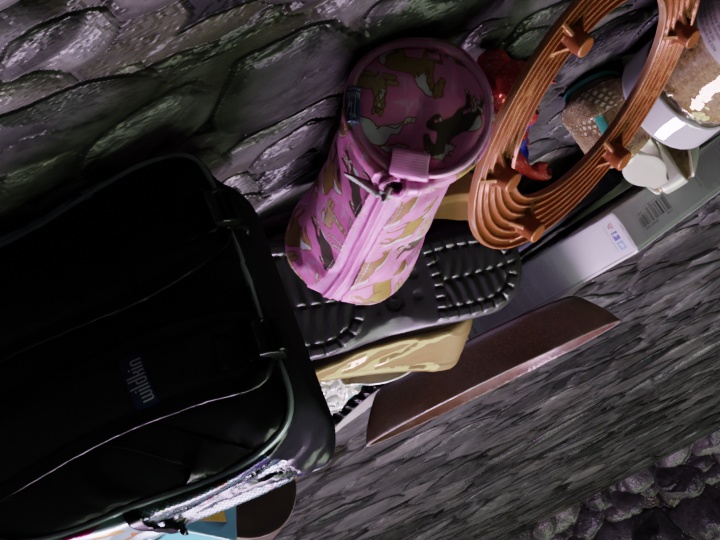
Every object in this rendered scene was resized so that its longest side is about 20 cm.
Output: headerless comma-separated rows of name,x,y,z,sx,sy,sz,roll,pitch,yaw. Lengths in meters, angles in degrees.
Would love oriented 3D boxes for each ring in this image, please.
ring,0.129,-0.093,1.213,0.200,0.019,0.201,-42,155,-25

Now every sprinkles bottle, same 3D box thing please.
sprinkles bottle,0.235,-0.148,1.278,0.068,0.069,0.200,-14,161,-41

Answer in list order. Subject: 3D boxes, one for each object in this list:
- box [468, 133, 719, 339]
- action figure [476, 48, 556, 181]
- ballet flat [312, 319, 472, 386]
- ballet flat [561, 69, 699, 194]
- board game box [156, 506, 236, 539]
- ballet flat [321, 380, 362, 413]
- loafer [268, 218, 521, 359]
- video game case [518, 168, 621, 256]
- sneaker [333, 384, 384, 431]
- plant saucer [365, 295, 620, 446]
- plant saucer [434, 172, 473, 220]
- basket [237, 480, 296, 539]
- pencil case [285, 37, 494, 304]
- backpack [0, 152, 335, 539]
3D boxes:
box,0.169,-0.022,1.562,0.144,0.037,0.200,-33,-179,-37
action figure,0.087,-0.082,1.257,0.051,0.066,0.200,-2,168,5
ballet flat,-0.026,0.053,1.371,0.198,0.069,0.063,-7,134,-9
ballet flat,0.182,-0.080,1.425,0.070,0.066,0.200,-30,166,23
board game box,-0.144,0.139,1.432,0.047,0.152,0.200,14,145,-25
ballet flat,-0.083,0.095,1.468,0.200,0.072,0.072,-38,162,27
loafer,-0.003,0.009,1.332,0.198,0.074,0.071,-5,-169,0
video game case,0.078,0.001,1.519,0.199,0.019,0.143,-31,175,-39
sneaker,-0.029,0.094,1.622,0.199,0.071,0.093,-36,166,-4
plant saucer,0.087,0.066,1.553,0.199,0.035,0.200,-27,174,-3
plant saucer,0.000,0.000,1.450,0.199,0.033,0.200,-25,165,-7
basket,-0.143,0.202,1.701,0.200,0.136,0.180,-47,180,42
pencil case,0.013,-0.049,1.199,0.086,0.083,0.200,-23,166,-18
backpack,-0.127,0.056,1.127,0.199,0.179,0.151,-24,161,4
